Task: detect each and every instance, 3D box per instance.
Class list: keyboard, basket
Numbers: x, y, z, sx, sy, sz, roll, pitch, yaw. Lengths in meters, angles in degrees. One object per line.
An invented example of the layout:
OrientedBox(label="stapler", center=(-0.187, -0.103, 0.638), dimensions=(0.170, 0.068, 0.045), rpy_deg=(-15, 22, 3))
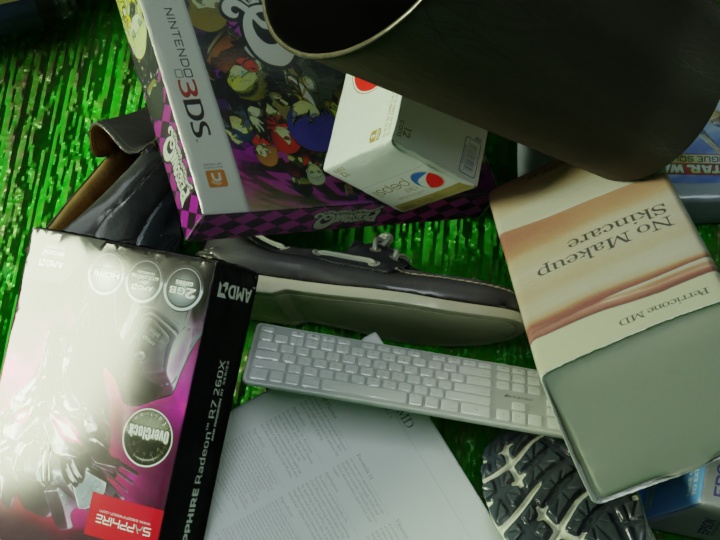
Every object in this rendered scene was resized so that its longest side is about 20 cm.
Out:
OrientedBox(label="keyboard", center=(0.038, 0.061, 0.819), dimensions=(0.199, 0.011, 0.056), rpy_deg=(9, 26, 0))
OrientedBox(label="basket", center=(0.078, -0.131, 0.760), dimensions=(0.200, 0.180, 0.136), rpy_deg=(22, 84, -33))

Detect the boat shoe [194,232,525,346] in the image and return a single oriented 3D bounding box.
OrientedBox(label="boat shoe", center=(0.000, 0.000, 0.881), dimensions=(0.199, 0.073, 0.063), rpy_deg=(7, 69, 10))

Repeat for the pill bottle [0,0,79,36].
OrientedBox(label="pill bottle", center=(-0.246, -0.203, 0.960), dimensions=(0.199, 0.112, 0.112), rpy_deg=(-14, 66, -4))

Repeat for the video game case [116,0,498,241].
OrientedBox(label="video game case", center=(-0.033, -0.109, 0.906), dimensions=(0.199, 0.036, 0.182), rpy_deg=(-5, 64, -29))

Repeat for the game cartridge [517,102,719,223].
OrientedBox(label="game cartridge", center=(0.197, -0.095, 0.938), dimensions=(0.199, 0.042, 0.134), rpy_deg=(1, 61, 2))

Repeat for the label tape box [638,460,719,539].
OrientedBox(label="label tape box", center=(0.229, 0.079, 0.840), dimensions=(0.199, 0.066, 0.144), rpy_deg=(12, 67, 6))

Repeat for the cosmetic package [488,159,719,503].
OrientedBox(label="cosmetic package", center=(0.137, 0.016, 0.795), dimensions=(0.103, 0.087, 0.200), rpy_deg=(-23, 28, 8))

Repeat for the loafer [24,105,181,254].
OrientedBox(label="loafer", center=(-0.129, -0.070, 0.904), dimensions=(0.072, 0.073, 0.200), rpy_deg=(35, 63, -27))

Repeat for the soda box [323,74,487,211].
OrientedBox(label="soda box", center=(0.041, -0.139, 0.869), dimensions=(0.064, 0.068, 0.201), rpy_deg=(27, 64, -29))

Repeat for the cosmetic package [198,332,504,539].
OrientedBox(label="cosmetic package", center=(-0.006, 0.155, 0.821), dimensions=(0.151, 0.052, 0.200), rpy_deg=(-28, 67, -9))

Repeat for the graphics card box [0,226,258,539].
OrientedBox(label="graphics card box", center=(-0.135, 0.084, 0.806), dimensions=(0.125, 0.051, 0.201), rpy_deg=(11, 86, 27))

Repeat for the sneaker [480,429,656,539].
OrientedBox(label="sneaker", center=(0.130, 0.166, 0.796), dimensions=(0.077, 0.086, 0.200), rpy_deg=(-29, 53, -14))
